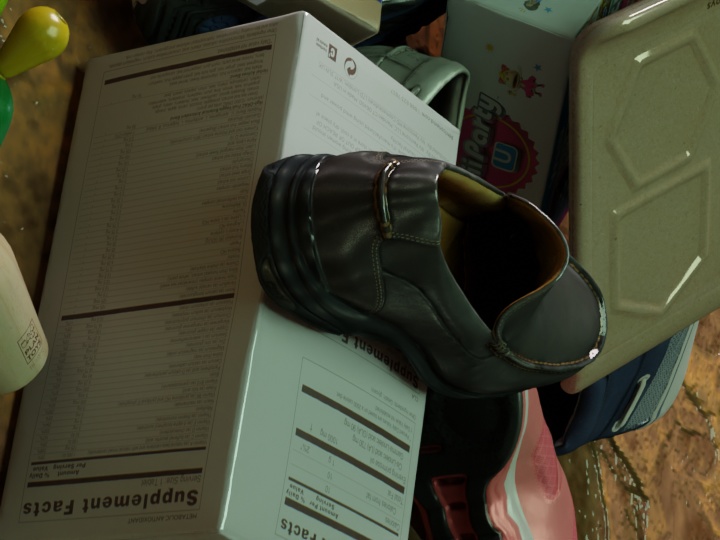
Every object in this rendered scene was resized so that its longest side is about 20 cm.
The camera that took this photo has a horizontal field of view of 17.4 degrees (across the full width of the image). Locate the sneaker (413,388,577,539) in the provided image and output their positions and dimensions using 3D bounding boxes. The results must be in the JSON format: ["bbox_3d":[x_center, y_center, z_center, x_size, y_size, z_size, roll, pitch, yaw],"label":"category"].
[{"bbox_3d":[0.058,0.089,1.077,0.087,0.074,0.201,-32,116,-63],"label":"sneaker"}]

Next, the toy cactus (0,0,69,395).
[{"bbox_3d":[-0.146,-0.026,0.791,0.200,0.102,0.165,-77,150,-41],"label":"toy cactus"}]

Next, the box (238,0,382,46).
[{"bbox_3d":[-0.035,-0.199,0.928,0.121,0.032,0.200,26,57,-34],"label":"box"}]

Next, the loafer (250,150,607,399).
[{"bbox_3d":[0.045,0.004,0.859,0.200,0.072,0.073,17,69,-54],"label":"loafer"}]

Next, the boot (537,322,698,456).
[{"bbox_3d":[0.131,-0.006,1.140,0.090,0.073,0.201,-18,121,-52],"label":"boot"}]

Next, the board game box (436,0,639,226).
[{"bbox_3d":[0.096,-0.110,1.106,0.200,0.064,0.148,-53,160,-44],"label":"board game box"}]

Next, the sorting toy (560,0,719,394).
[{"bbox_3d":[0.156,-0.059,1.071,0.185,0.036,0.200,-27,134,-33],"label":"sorting toy"}]

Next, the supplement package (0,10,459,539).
[{"bbox_3d":[-0.047,0.023,0.889,0.109,0.114,0.201,33,59,-47],"label":"supplement package"}]

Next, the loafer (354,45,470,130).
[{"bbox_3d":[0.000,0.000,0.987,0.070,0.070,0.201,27,70,-55],"label":"loafer"}]

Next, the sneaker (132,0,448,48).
[{"bbox_3d":[-0.034,-0.130,0.992,0.200,0.076,0.077,-15,76,-58],"label":"sneaker"}]

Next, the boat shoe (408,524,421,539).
[{"bbox_3d":[0.011,0.143,0.919,0.070,0.200,0.071,-28,101,-9],"label":"boat shoe"}]
